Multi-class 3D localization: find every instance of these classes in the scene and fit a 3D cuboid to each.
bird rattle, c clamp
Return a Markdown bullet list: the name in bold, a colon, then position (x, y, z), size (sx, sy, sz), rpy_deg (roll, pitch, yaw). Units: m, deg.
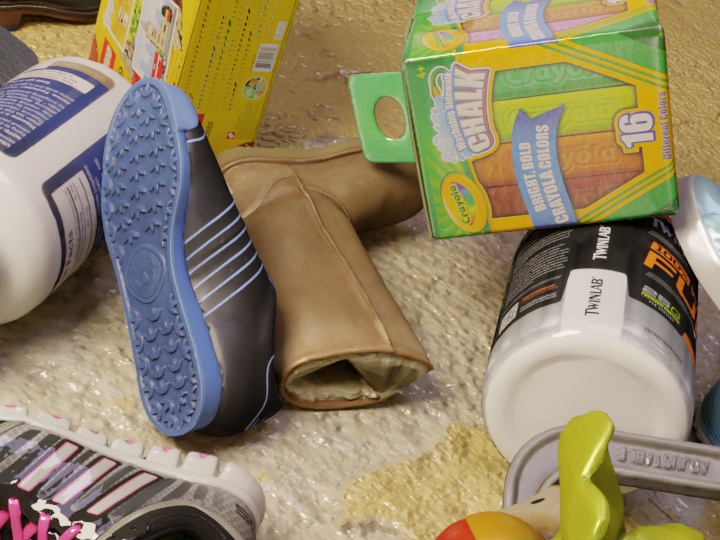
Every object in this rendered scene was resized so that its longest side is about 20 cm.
- **bird rattle**: position (0.062, 0.160, 0.679), size (0.113, 0.200, 0.163), rpy_deg (53, 0, -4)
- **c clamp**: position (0.167, 0.165, 0.764), size (0.199, 0.027, 0.171), rpy_deg (14, 63, 4)

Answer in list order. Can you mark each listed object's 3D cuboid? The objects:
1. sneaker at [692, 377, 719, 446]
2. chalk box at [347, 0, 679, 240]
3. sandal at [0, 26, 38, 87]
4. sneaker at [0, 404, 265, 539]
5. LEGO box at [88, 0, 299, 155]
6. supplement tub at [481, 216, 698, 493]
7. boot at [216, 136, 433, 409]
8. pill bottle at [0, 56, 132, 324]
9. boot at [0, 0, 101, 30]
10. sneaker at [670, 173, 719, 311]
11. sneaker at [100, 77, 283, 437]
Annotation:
- **sneaker**: position (0.276, 0.064, 0.953), size (0.078, 0.090, 0.200), rpy_deg (24, 37, 4)
- **chalk box**: position (0.092, -0.104, 0.912), size (0.199, 0.125, 0.124), rpy_deg (-7, 28, 11)
- **sandal**: position (-0.263, -0.113, 0.877), size (0.076, 0.043, 0.200), rpy_deg (41, 27, -2)
- **sneaker**: position (-0.134, 0.121, 0.665), size (0.199, 0.074, 0.088), rpy_deg (13, 28, -21)
- **LEGO box**: position (-0.113, -0.193, 1.007), size (0.077, 0.200, 0.149), rpy_deg (-2, 39, -32)
- **supplement tub**: position (0.146, 0.034, 0.897), size (0.122, 0.123, 0.200), rpy_deg (21, 34, 0)
- **boot**: position (0.000, 0.000, 0.926), size (0.174, 0.066, 0.200), rpy_deg (-6, 42, -21)
- **pill bottle**: position (-0.202, -0.038, 0.821), size (0.111, 0.111, 0.200), rpy_deg (26, 33, 8)
- **boot**: position (-0.232, -0.246, 1.110), size (0.075, 0.097, 0.200), rpy_deg (37, 37, 22)
- **sneaker**: position (0.265, 0.012, 0.882), size (0.074, 0.082, 0.200), rpy_deg (7, 49, -57)
- **sneaker**: position (-0.090, -0.006, 0.811), size (0.078, 0.070, 0.201), rpy_deg (3, 76, -51)
